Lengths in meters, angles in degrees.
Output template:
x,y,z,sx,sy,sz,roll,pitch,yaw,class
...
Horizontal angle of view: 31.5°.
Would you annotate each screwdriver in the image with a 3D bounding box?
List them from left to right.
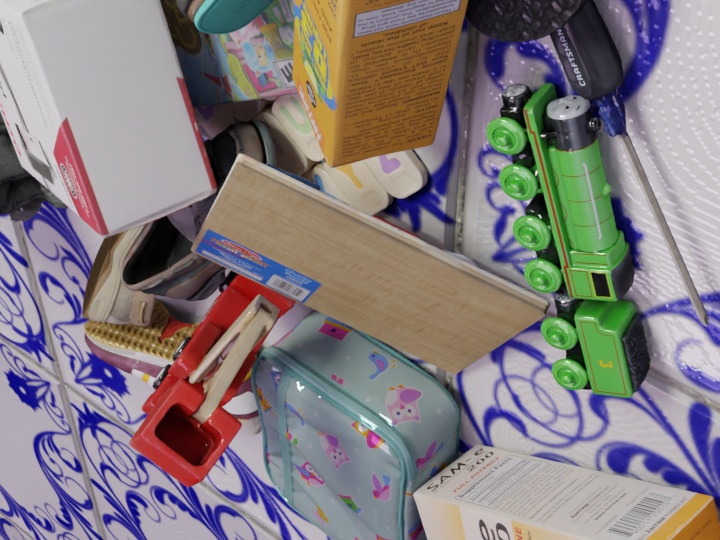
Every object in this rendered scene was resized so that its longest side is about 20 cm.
x,y,z,sx,sy,sz,roll,pitch,yaw,class
0.133,-0.054,0.640,0.029,0.028,0.200,-15,112,23,screwdriver

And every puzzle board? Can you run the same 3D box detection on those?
x,y,z,sx,sy,sz,roll,pitch,yaw,class
0.000,0.000,0.790,0.200,0.017,0.151,26,156,-8,puzzle board

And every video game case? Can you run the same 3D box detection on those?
x,y,z,sx,sy,sz,roll,pitch,yaw,class
-0.103,-0.195,0.760,0.182,0.022,0.200,2,121,50,video game case

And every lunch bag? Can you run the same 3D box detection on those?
x,y,z,sx,sy,sz,roll,pitch,yaw,class
-0.008,0.133,0.956,0.160,0.077,0.200,30,143,25,lunch bag

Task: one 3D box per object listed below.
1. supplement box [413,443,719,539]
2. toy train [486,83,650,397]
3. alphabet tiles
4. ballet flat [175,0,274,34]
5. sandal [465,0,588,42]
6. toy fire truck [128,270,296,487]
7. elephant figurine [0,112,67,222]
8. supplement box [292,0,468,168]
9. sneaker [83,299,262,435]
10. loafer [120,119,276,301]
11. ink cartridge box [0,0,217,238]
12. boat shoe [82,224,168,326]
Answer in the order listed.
x,y,z,sx,sy,sz,roll,pitch,yaw,class
0.140,0.199,0.836,0.200,0.073,0.126,4,117,49,supplement box
0.118,-0.012,0.697,0.056,0.042,0.200,5,128,34,toy train
-0.047,-0.113,0.806,0.196,0.015,0.200,53,147,-7,alphabet tiles
-0.027,-0.192,0.636,0.200,0.068,0.069,-25,75,33,ballet flat
0.089,-0.188,0.550,0.075,0.045,0.200,29,133,21,sandal
-0.090,0.056,0.857,0.049,0.200,0.141,37,152,-9,toy fire truck
-0.337,-0.061,1.024,0.155,0.200,0.142,11,132,43,elephant figurine
0.007,-0.126,0.616,0.200,0.069,0.067,94,156,-67,supplement box
-0.161,0.087,1.089,0.200,0.075,0.090,16,130,41,sneaker
-0.113,-0.031,0.871,0.200,0.063,0.072,-53,49,54,loafer
-0.182,-0.122,0.823,0.200,0.083,0.147,30,141,58,ink cartridge box
-0.163,-0.021,0.998,0.065,0.072,0.200,16,138,-17,boat shoe
